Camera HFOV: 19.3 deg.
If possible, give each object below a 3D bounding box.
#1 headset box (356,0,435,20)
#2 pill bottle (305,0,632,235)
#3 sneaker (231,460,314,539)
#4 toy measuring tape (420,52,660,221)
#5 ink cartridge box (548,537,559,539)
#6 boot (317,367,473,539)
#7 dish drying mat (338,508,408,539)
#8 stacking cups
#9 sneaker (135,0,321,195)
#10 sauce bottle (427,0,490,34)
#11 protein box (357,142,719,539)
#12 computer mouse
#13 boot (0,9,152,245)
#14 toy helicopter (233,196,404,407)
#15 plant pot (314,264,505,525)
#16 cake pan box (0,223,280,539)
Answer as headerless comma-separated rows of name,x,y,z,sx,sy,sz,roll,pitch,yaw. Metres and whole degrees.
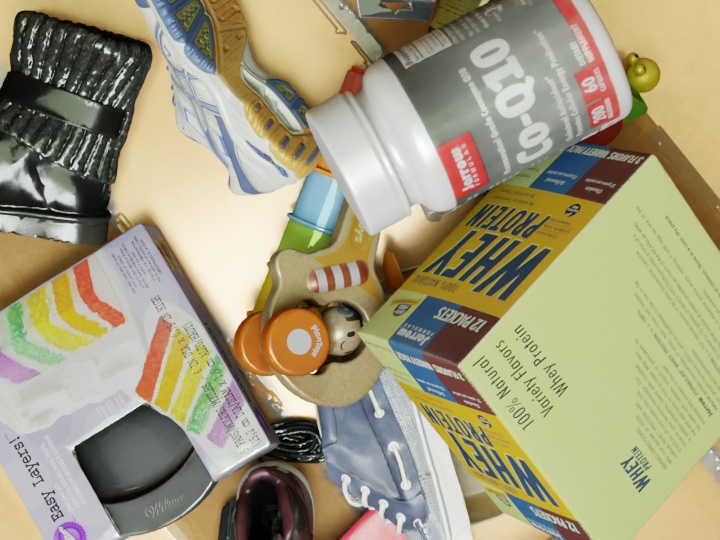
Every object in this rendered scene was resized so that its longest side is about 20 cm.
headset box,0.028,-0.272,1.443,0.148,0.077,0.201,1,91,-9
pill bottle,0.072,-0.110,1.435,0.199,0.114,0.114,-28,97,-3
sneaker,-0.062,0.232,1.497,0.075,0.116,0.201,-11,80,3
toy measuring tape,0.125,-0.105,1.529,0.199,0.074,0.074,-28,97,3
ink cartridge box,0.141,0.326,1.582,0.146,0.084,0.200,-30,97,3
boot,0.025,0.160,1.530,0.090,0.073,0.201,-14,80,-3
dish drying mat,-0.013,0.249,1.567,0.200,0.018,0.077,-45,95,-3
stacking cups,-0.021,-0.049,1.551,0.060,0.061,0.201,21,92,-3
sneaker,-0.115,-0.138,1.517,0.088,0.075,0.200,-28,98,43
sauce bottle,0.080,-0.171,1.525,0.065,0.065,0.201,25,97,-3
protein box,0.148,0.051,1.462,0.200,0.135,0.199,-46,117,-16
computer mouse,-0.099,0.207,1.585,0.140,0.046,0.201,7,98,-2
boot,-0.263,-0.113,1.522,0.210,0.079,0.158,9,105,-12
toy helicopter,0.000,0.000,1.499,0.132,0.079,0.201,19,80,-19
plant pot,0.065,0.091,1.580,0.199,0.027,0.201,0,97,0
cake pan box,-0.182,0.096,1.549,0.184,0.052,0.200,-30,83,6
